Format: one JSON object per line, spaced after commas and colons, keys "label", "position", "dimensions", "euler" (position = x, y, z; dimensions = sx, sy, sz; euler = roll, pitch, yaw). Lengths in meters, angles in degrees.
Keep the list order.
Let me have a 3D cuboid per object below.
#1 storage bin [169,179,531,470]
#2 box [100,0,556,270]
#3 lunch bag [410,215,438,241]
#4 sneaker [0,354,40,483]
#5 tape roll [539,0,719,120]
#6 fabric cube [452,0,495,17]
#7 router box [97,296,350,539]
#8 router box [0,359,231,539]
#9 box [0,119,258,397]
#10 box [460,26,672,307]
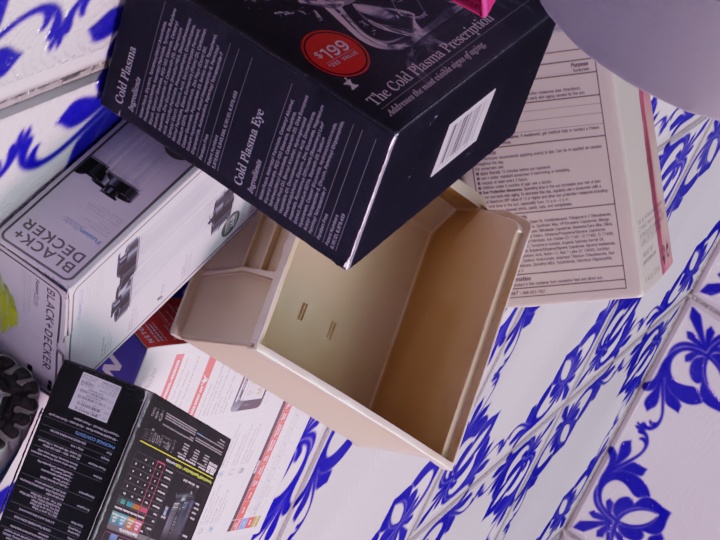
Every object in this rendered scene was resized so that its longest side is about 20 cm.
{"label": "storage bin", "position": [0.000, 0.000, 1.505], "dimensions": [0.200, 0.093, 0.200], "euler": [33, 70, -39]}
{"label": "box", "position": [-0.015, -0.126, 1.299], "dimensions": [0.200, 0.182, 0.105], "euler": [-40, 157, -47]}
{"label": "lunch bag", "position": [0.002, -0.029, 1.668], "dimensions": [0.165, 0.117, 0.200], "euler": [-56, 157, 9]}
{"label": "sneaker", "position": [-0.254, 0.143, 1.299], "dimensions": [0.200, 0.078, 0.090], "euler": [-49, 166, -27]}
{"label": "tape roll", "position": [0.179, -0.157, 1.056], "dimensions": [0.200, 0.200, 0.066], "euler": [-43, 160, -41]}
{"label": "fabric cube", "position": [0.028, -0.285, 1.095], "dimensions": [0.200, 0.199, 0.196], "euler": [-56, 164, -11]}
{"label": "router box", "position": [-0.119, 0.108, 1.567], "dimensions": [0.179, 0.049, 0.201], "euler": [-5, 130, -42]}
{"label": "router box", "position": [-0.154, 0.148, 1.360], "dimensions": [0.200, 0.062, 0.151], "euler": [51, 59, -74]}
{"label": "box", "position": [-0.136, -0.028, 1.347], "dimensions": [0.200, 0.060, 0.117], "euler": [-47, 162, -33]}
{"label": "box", "position": [0.145, -0.083, 1.632], "dimensions": [0.109, 0.127, 0.202], "euler": [-33, 116, -66]}
